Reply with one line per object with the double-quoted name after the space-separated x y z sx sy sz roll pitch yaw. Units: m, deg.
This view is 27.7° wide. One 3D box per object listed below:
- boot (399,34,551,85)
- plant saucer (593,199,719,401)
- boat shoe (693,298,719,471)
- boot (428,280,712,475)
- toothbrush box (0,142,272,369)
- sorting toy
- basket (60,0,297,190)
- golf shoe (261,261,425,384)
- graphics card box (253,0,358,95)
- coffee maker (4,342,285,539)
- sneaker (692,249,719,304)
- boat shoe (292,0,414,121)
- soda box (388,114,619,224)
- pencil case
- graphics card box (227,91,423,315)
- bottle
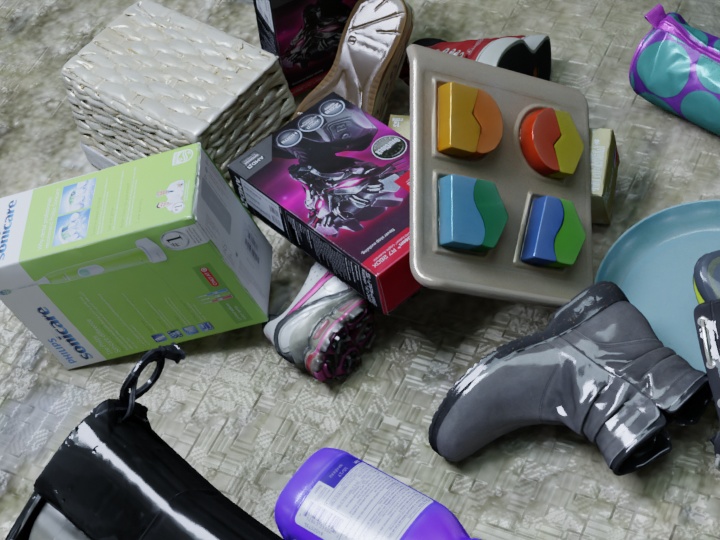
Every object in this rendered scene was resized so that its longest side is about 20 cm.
0.085 -0.177 1.316 0.144 0.073 0.200 3 14 17 "boot"
0.289 0.026 1.176 0.199 0.027 0.201 -7 52 8 "plant saucer"
0.280 0.116 1.047 0.060 0.074 0.201 -10 85 25 "boat shoe"
0.158 0.108 1.103 0.200 0.070 0.132 -39 56 1 "boot"
-0.193 -0.008 1.220 0.199 0.146 0.086 -15 48 17 "toothbrush box"
0.117 -0.073 1.146 0.036 0.185 0.201 -23 64 51 "sorting toy"
-0.167 -0.150 1.364 0.200 0.124 0.136 26 61 31 "basket"
0.000 0.000 1.237 0.092 0.073 0.200 30 64 33 "golf shoe"
-0.034 -0.249 1.353 0.125 0.200 0.051 -28 69 -10 "graphics card box"
-0.128 0.191 1.042 0.200 0.193 0.135 33 24 21 "coffee maker"
0.339 0.033 1.087 0.200 0.081 0.074 31 64 28 "sneaker"
-0.004 -0.158 1.339 0.073 0.063 0.200 33 101 18 "boat shoe"
0.122 -0.088 1.272 0.199 0.068 0.064 6 72 18 "soda box"
0.333 -0.156 1.269 0.200 0.093 0.085 31 65 33 "pencil case"
-0.001 -0.061 1.206 0.125 0.051 0.200 -37 50 -20 "graphics card box"
0.033 0.204 1.069 0.200 0.065 0.084 24 58 29 "bottle"
